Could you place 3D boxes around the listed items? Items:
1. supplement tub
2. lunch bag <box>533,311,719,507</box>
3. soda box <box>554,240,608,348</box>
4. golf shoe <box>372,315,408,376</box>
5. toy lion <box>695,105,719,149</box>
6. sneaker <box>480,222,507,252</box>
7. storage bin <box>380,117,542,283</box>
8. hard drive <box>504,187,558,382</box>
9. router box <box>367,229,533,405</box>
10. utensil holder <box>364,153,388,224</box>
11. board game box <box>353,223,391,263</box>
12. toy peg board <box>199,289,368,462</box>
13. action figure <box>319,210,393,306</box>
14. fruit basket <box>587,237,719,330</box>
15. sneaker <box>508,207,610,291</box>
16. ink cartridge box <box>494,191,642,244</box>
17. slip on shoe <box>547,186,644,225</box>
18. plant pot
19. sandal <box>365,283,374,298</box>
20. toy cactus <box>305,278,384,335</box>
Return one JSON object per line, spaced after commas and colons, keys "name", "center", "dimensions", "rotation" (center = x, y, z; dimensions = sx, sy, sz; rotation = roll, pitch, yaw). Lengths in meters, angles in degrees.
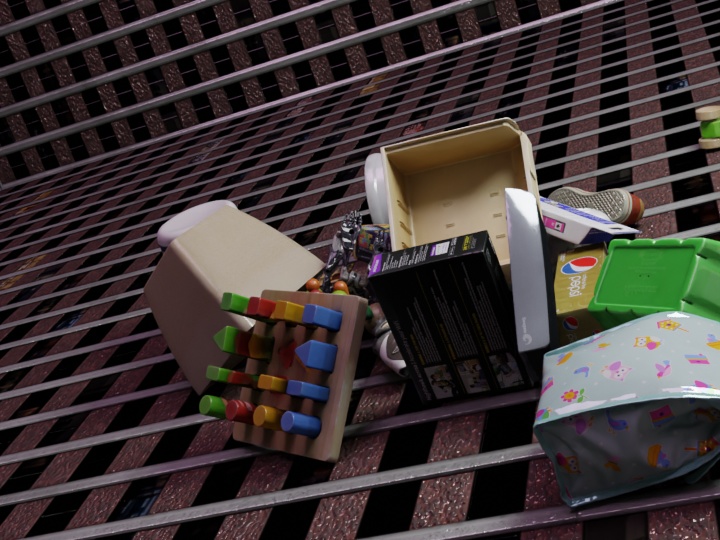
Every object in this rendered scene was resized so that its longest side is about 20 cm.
{"name": "supplement tub", "center": [-0.240, 0.001, 1.876], "dimensions": [0.142, 0.203, 0.145], "rotation": [-17, 19, 6]}
{"name": "lunch bag", "center": [0.285, 0.130, 1.126], "dimensions": [0.197, 0.123, 0.171], "rotation": [-20, 17, 19]}
{"name": "soda box", "center": [0.290, 0.035, 1.460], "dimensions": [0.067, 0.065, 0.200], "rotation": [-14, 21, 19]}
{"name": "golf shoe", "center": [0.117, 0.089, 1.507], "dimensions": [0.197, 0.079, 0.095], "rotation": [-21, 43, -12]}
{"name": "toy lion", "center": [0.671, -0.261, 1.893], "dimensions": [0.190, 0.070, 0.199], "rotation": [-24, 18, -33]}
{"name": "sneaker", "center": [0.159, 0.015, 1.595], "dimensions": [0.198, 0.094, 0.070], "rotation": [-31, -27, 11]}
{"name": "storage bin", "center": [0.143, -0.080, 1.536], "dimensions": [0.195, 0.203, 0.094], "rotation": [-12, -19, 17]}
{"name": "hard drive", "center": [0.202, 0.016, 1.329], "dimensions": [0.042, 0.203, 0.135], "rotation": [-8, -23, 14]}
{"name": "router box", "center": [0.113, 0.061, 1.356], "dimensions": [0.147, 0.202, 0.051], "rotation": [-12, 29, 22]}
{"name": "utensil holder", "center": [0.126, -0.135, 1.936], "dimensions": [0.197, 0.172, 0.170], "rotation": [-11, 21, 16]}
{"name": "board game box", "center": [0.110, -0.038, 1.748], "dimensions": [0.197, 0.058, 0.165], "rotation": [-4, 11, -26]}
{"name": "toy peg board", "center": [-0.107, 0.119, 1.405], "dimensions": [0.097, 0.203, 0.198], "rotation": [17, -10, -41]}
{"name": "action figure", "center": [0.000, 0.000, 1.616], "dimensions": [0.118, 0.201, 0.103], "rotation": [26, 59, 4]}
{"name": "fruit basket", "center": [0.393, 0.037, 1.287], "dimensions": [0.214, 0.214, 0.158], "rotation": [8, 73, 54]}
{"name": "sneaker", "center": [0.282, -0.021, 1.637], "dimensions": [0.198, 0.075, 0.087], "rotation": [-29, 32, -4]}
{"name": "ink cartridge box", "center": [0.283, -0.070, 1.575], "dimensions": [0.198, 0.038, 0.094], "rotation": [21, 16, 36]}
{"name": "slip on shoe", "center": [0.359, -0.092, 1.751], "dimensions": [0.060, 0.075, 0.199], "rotation": [9, -5, -32]}
{"name": "plant pot", "center": [-0.204, 0.026, 1.684], "dimensions": [0.199, 0.177, 0.200], "rotation": [-40, -6, -45]}
{"name": "sandal", "center": [-0.002, 0.052, 1.707], "dimensions": [0.197, 0.077, 0.048], "rotation": [-16, 1, 12]}
{"name": "toy cactus", "center": [-0.009, 0.075, 1.556], "dimensions": [0.162, 0.201, 0.104], "rotation": [-1, 59, -6]}
